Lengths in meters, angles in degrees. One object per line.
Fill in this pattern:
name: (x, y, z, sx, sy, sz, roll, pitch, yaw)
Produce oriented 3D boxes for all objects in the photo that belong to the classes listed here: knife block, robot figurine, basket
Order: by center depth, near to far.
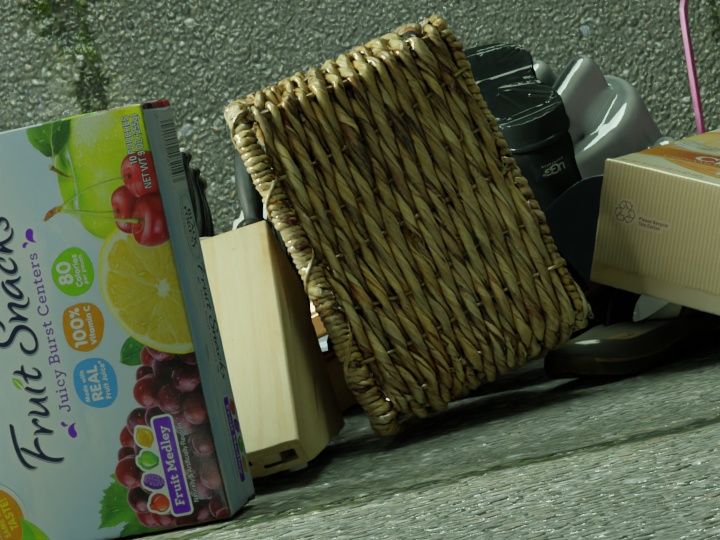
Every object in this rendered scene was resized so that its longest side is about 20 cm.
knife block: (-0.069, 0.017, 1.492, 0.064, 0.176, 0.200, -18, 2, 9)
basket: (0.005, -0.016, 1.553, 0.149, 0.201, 0.143, -27, 1, -23)
robot figurine: (0.170, -0.057, 1.985, 0.169, 0.200, 0.113, 1, 43, 44)

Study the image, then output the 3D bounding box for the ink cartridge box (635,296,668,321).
ink cartridge box: (0.277, -0.027, 1.813, 0.199, 0.084, 0.145, -11, 3, 16)

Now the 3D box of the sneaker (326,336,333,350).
sneaker: (0.041, 0.029, 1.836, 0.083, 0.077, 0.200, -13, -1, 28)

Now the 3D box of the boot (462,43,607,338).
boot: (0.111, -0.052, 1.869, 0.073, 0.163, 0.198, -21, 23, -8)

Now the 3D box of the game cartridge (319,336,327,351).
game cartridge: (-0.013, 0.054, 1.969, 0.133, 0.041, 0.200, -8, 3, 3)

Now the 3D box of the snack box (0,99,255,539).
snack box: (-0.142, 0.030, 1.355, 0.142, 0.201, 0.053, -11, 4, 14)

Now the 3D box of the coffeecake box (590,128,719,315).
coffeecake box: (0.245, -0.026, 1.591, 0.153, 0.073, 0.200, 15, 17, 29)

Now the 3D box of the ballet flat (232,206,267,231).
ballet flat: (-0.036, -0.038, 1.749, 0.070, 0.065, 0.200, -27, 4, 39)

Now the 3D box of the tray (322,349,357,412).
tray: (-0.070, 0.082, 1.666, 0.098, 0.037, 0.200, -11, 2, 14)

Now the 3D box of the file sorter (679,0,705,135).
file sorter: (0.327, -0.145, 1.847, 0.199, 0.126, 0.139, -10, -1, 42)

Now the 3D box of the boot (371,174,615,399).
boot: (0.095, 0.027, 1.678, 0.200, 0.075, 0.097, -34, -23, 7)

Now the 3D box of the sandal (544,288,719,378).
sandal: (0.171, 0.021, 1.637, 0.082, 0.055, 0.200, -9, 4, 42)

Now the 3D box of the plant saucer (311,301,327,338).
plant saucer: (0.000, 0.000, 1.756, 0.200, 0.038, 0.200, -28, 5, 3)
